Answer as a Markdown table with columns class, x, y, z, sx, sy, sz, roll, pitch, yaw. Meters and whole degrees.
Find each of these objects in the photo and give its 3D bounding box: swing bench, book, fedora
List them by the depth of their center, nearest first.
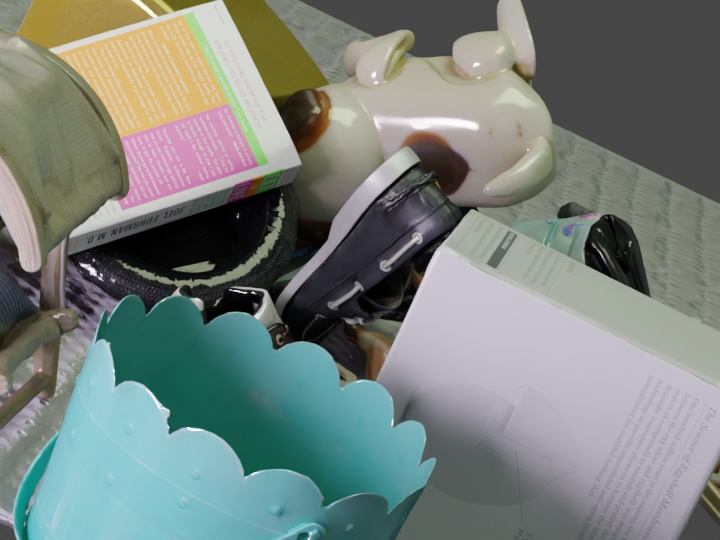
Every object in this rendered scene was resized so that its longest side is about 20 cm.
| class | x | y | z | sx | sy | sz | roll | pitch | yaw |
| --- | --- | --- | --- | --- | --- | --- | --- | --- | --- |
| swing bench | -0.217 | -0.015 | 1.439 | 0.130 | 0.200 | 0.199 | 26 | 17 | 2 |
| book | -0.154 | -0.091 | 1.703 | 0.200 | 0.048 | 0.134 | -18 | 68 | -28 |
| fedora | -0.141 | -0.035 | 1.757 | 0.200 | 0.092 | 0.201 | 9 | 53 | -12 |

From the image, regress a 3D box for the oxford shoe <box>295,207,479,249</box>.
| class | x | y | z | sx | sy | sz | roll | pitch | yaw |
| --- | --- | --- | --- | --- | --- | --- | --- | --- | --- |
| oxford shoe | 0.000 | -0.022 | 1.926 | 0.084 | 0.073 | 0.200 | -20 | 5 | -33 |

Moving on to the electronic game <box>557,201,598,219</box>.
| class | x | y | z | sx | sy | sz | roll | pitch | yaw |
| --- | --- | --- | --- | --- | --- | --- | --- | --- | --- |
| electronic game | 0.200 | 0.039 | 2.001 | 0.200 | 0.042 | 0.200 | 61 | 13 | -24 |

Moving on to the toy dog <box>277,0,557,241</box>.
| class | x | y | z | sx | sy | sz | roll | pitch | yaw |
| --- | --- | --- | --- | --- | --- | --- | --- | --- | --- |
| toy dog | 0.031 | -0.086 | 1.823 | 0.200 | 0.140 | 0.194 | -10 | 43 | -2 |

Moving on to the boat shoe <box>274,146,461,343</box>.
| class | x | y | z | sx | sy | sz | roll | pitch | yaw |
| --- | --- | --- | --- | --- | --- | --- | --- | --- | --- |
| boat shoe | 0.002 | 0.002 | 1.624 | 0.060 | 0.200 | 0.076 | 47 | 58 | 9 |

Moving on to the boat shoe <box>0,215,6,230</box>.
| class | x | y | z | sx | sy | sz | roll | pitch | yaw |
| --- | --- | --- | --- | --- | --- | --- | --- | --- | --- |
| boat shoe | -0.274 | -0.043 | 1.691 | 0.059 | 0.072 | 0.200 | -12 | 17 | 25 |

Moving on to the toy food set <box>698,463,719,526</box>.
| class | x | y | z | sx | sy | sz | roll | pitch | yaw |
| --- | --- | --- | --- | --- | --- | --- | --- | --- | --- |
| toy food set | 0.290 | 0.136 | 1.893 | 0.200 | 0.060 | 0.143 | 50 | 24 | 16 |

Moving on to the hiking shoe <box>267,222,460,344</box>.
| class | x | y | z | sx | sy | sz | roll | pitch | yaw |
| --- | --- | --- | --- | --- | --- | --- | --- | --- | --- |
| hiking shoe | 0.000 | 0.000 | 1.812 | 0.200 | 0.075 | 0.087 | -13 | 23 | -11 |

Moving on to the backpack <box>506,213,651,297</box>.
| class | x | y | z | sx | sy | sz | roll | pitch | yaw |
| --- | --- | --- | --- | --- | --- | --- | --- | --- | --- |
| backpack | 0.139 | 0.063 | 1.726 | 0.126 | 0.200 | 0.167 | -8 | 5 | 16 |

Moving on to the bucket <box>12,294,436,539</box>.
| class | x | y | z | sx | sy | sz | roll | pitch | yaw |
| --- | --- | --- | --- | --- | --- | --- | --- | --- | --- |
| bucket | -0.075 | 0.117 | 1.356 | 0.207 | 0.135 | 0.207 | 24 | 15 | -7 |

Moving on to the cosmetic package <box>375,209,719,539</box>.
| class | x | y | z | sx | sy | sz | roll | pitch | yaw |
| --- | --- | --- | --- | --- | --- | --- | --- | --- | --- |
| cosmetic package | 0.104 | 0.102 | 1.550 | 0.200 | 0.200 | 0.123 | 27 | 17 | 5 |

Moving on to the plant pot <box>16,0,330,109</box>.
| class | x | y | z | sx | sy | sz | roll | pitch | yaw |
| --- | --- | --- | --- | --- | --- | --- | --- | --- | --- |
| plant pot | -0.142 | -0.119 | 1.895 | 0.176 | 0.200 | 0.200 | 34 | 18 | 14 |

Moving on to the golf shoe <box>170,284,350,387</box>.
| class | x | y | z | sx | sy | sz | roll | pitch | yaw |
| --- | --- | --- | --- | --- | --- | --- | --- | --- | --- |
| golf shoe | -0.057 | 0.062 | 1.630 | 0.200 | 0.095 | 0.078 | 11 | 20 | -45 |

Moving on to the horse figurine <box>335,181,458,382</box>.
| class | x | y | z | sx | sy | sz | roll | pitch | yaw |
| --- | --- | --- | --- | --- | --- | --- | --- | --- | --- |
| horse figurine | 0.031 | 0.036 | 1.694 | 0.050 | 0.200 | 0.133 | -14 | 67 | -47 |
